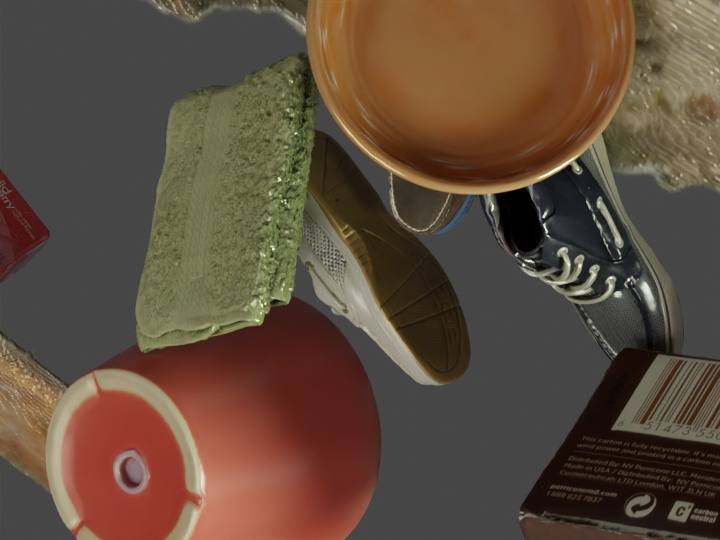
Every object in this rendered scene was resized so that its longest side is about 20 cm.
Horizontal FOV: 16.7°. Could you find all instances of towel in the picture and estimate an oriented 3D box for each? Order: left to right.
[{"bbox_3d":[-0.091,-0.045,1.647,0.036,0.201,0.148,28,151,-36],"label":"towel"}]

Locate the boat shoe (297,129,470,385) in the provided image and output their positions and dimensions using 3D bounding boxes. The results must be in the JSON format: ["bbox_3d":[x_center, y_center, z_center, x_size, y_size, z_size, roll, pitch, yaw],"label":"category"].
[{"bbox_3d":[0.000,0.000,1.679,0.200,0.071,0.069,57,134,8],"label":"boat shoe"}]

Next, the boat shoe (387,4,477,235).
[{"bbox_3d":[0.041,-0.102,1.581,0.072,0.072,0.201,25,127,24],"label":"boat shoe"}]

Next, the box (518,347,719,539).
[{"bbox_3d":[0.223,0.180,1.526,0.165,0.164,0.200,5,131,33],"label":"box"}]

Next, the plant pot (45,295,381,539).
[{"bbox_3d":[-0.111,0.124,1.724,0.200,0.177,0.201,6,101,34],"label":"plant pot"}]

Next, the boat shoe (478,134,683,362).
[{"bbox_3d":[0.134,-0.006,1.556,0.075,0.093,0.200,-16,105,41],"label":"boat shoe"}]

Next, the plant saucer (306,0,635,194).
[{"bbox_3d":[0.066,-0.142,1.485,0.200,0.200,0.037,47,171,4],"label":"plant saucer"}]

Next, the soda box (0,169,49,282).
[{"bbox_3d":[-0.330,-0.076,1.874,0.200,0.070,0.063,51,132,0],"label":"soda box"}]
